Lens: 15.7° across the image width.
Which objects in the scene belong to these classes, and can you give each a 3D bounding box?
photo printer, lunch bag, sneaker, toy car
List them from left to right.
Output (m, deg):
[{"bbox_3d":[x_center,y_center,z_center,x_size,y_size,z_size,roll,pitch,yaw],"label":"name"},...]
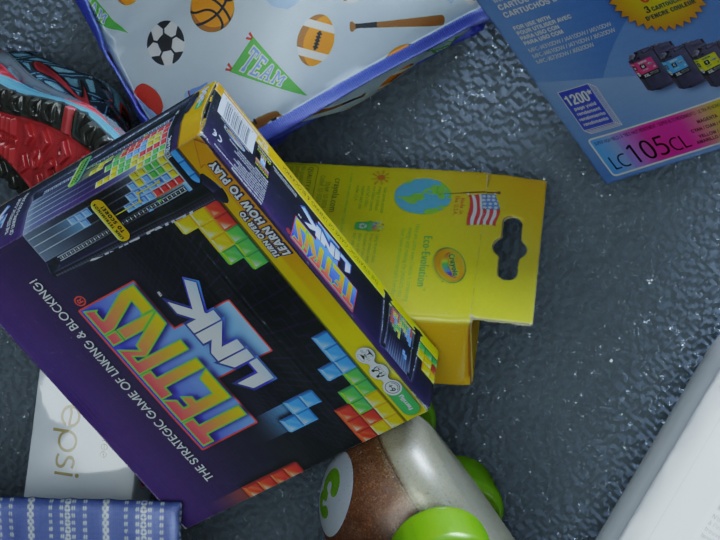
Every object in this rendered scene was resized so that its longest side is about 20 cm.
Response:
[{"bbox_3d":[-0.154,-0.077,1.443,0.200,0.095,0.080,34,126,35],"label":"sneaker"},{"bbox_3d":[-0.051,-0.161,1.441,0.199,0.124,0.171,-30,90,-1],"label":"lunch bag"},{"bbox_3d":[-0.013,0.181,1.410,0.200,0.165,0.158,-33,123,6],"label":"toy car"},{"bbox_3d":[0.237,0.130,1.447,0.166,0.069,0.201,29,97,2],"label":"photo printer"}]

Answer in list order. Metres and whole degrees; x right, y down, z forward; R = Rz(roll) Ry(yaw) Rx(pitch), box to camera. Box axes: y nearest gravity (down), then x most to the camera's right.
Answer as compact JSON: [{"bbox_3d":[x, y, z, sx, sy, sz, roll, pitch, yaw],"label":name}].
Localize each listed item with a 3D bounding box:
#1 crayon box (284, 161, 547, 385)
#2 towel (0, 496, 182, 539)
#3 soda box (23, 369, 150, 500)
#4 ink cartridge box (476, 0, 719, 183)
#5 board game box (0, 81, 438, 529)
[{"bbox_3d":[0.000,0.000,1.440,0.199,0.127,0.051,4,132,7],"label":"crayon box"},{"bbox_3d":[-0.188,0.193,1.429,0.199,0.024,0.146,0,99,15],"label":"towel"},{"bbox_3d":[-0.146,0.062,1.488,0.063,0.068,0.201,9,94,6],"label":"soda box"},{"bbox_3d":[0.141,-0.155,1.377,0.136,0.077,0.200,-18,122,35],"label":"ink cartridge box"},{"bbox_3d":[-0.083,0.022,1.355,0.165,0.057,0.200,-29,116,24],"label":"board game box"}]
